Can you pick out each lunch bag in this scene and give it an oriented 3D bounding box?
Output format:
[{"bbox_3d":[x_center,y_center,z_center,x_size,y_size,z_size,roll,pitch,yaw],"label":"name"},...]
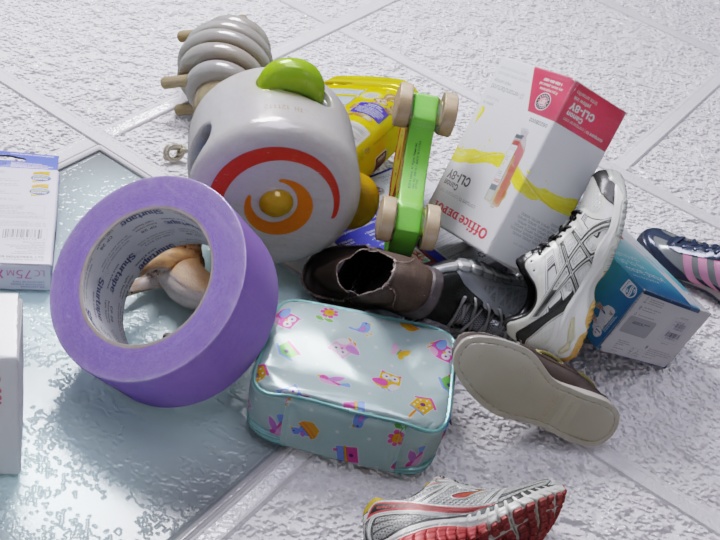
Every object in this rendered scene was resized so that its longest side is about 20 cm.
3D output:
[{"bbox_3d":[-0.003,0.107,1.088,0.198,0.078,0.161,13,37,0],"label":"lunch bag"}]

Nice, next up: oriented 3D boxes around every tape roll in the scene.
[{"bbox_3d":[-0.183,0.020,1.052,0.198,0.085,0.202,-7,65,15],"label":"tape roll"}]

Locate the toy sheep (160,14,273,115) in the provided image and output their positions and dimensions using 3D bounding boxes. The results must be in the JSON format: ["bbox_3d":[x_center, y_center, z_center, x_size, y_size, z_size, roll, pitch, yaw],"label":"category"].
[{"bbox_3d":[-0.177,-0.264,1.456,0.136,0.138,0.202,10,56,-3],"label":"toy sheep"}]

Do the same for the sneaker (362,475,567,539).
[{"bbox_3d":[0.094,0.210,0.988,0.198,0.078,0.082,-7,41,-24],"label":"sneaker"}]

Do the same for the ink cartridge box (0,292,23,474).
[{"bbox_3d":[-0.382,0.098,0.932,0.198,0.146,0.084,0,40,-16],"label":"ink cartridge box"}]

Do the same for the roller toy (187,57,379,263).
[{"bbox_3d":[-0.091,-0.105,1.193,0.181,0.201,0.141,-23,40,12],"label":"roller toy"}]

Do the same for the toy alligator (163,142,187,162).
[{"bbox_3d":[-0.148,-0.181,1.379,0.199,0.060,0.054,-35,42,-14],"label":"toy alligator"}]

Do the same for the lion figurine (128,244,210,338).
[{"bbox_3d":[-0.173,0.016,1.167,0.122,0.073,0.200,-24,62,-43],"label":"lion figurine"}]

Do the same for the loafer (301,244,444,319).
[{"bbox_3d":[0.000,0.000,1.157,0.071,0.074,0.199,31,-18,-36],"label":"loafer"}]

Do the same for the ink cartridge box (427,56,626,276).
[{"bbox_3d":[0.170,-0.111,1.207,0.083,0.202,0.145,23,8,-32],"label":"ink cartridge box"}]

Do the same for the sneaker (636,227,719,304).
[{"bbox_3d":[0.431,-0.014,1.358,0.199,0.083,0.070,31,42,22],"label":"sneaker"}]

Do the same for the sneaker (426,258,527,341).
[{"bbox_3d":[0.143,0.055,1.180,0.198,0.075,0.116,5,43,-32],"label":"sneaker"}]

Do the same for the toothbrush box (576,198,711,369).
[{"bbox_3d":[0.266,0.003,1.246,0.146,0.086,0.200,17,27,-43],"label":"toothbrush box"}]

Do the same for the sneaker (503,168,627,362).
[{"bbox_3d":[0.204,-0.013,1.130,0.087,0.202,0.076,19,-2,1],"label":"sneaker"}]

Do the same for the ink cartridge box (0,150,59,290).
[{"bbox_3d":[-0.387,-0.058,1.209,0.118,0.042,0.201,2,42,-14],"label":"ink cartridge box"}]

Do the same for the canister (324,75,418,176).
[{"bbox_3d":[-0.026,-0.166,1.376,0.147,0.087,0.200,7,29,24],"label":"canister"}]

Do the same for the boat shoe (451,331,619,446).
[{"bbox_3d":[0.166,0.109,1.106,0.199,0.072,0.060,26,16,-22],"label":"boat shoe"}]

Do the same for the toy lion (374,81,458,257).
[{"bbox_3d":[0.053,-0.106,1.242,0.068,0.192,0.202,10,76,-3],"label":"toy lion"}]

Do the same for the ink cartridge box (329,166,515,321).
[{"bbox_3d":[0.051,-0.034,1.307,0.196,0.047,0.200,-24,49,-36],"label":"ink cartridge box"}]
